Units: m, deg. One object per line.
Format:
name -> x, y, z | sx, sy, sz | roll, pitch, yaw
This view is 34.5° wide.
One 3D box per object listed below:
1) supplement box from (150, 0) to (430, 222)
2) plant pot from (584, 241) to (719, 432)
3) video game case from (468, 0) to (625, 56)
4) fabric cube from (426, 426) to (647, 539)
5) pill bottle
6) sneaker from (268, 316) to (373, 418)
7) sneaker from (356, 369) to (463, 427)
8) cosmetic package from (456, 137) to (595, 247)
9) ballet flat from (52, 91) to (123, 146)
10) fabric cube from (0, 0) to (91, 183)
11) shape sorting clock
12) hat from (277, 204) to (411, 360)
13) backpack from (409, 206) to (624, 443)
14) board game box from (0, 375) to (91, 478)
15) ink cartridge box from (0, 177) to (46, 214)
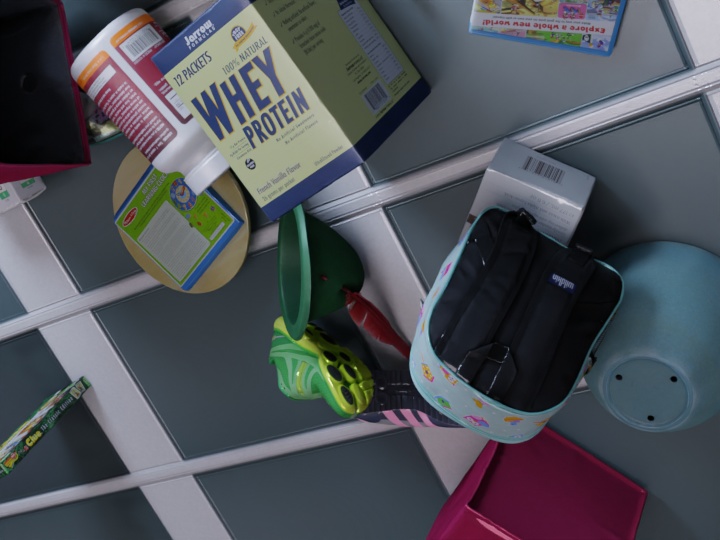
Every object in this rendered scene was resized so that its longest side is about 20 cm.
supplement box -> -0.063, -0.198, 1.172 | 0.134, 0.200, 0.200 | -29, 102, 34
plant pot -> 0.311, 0.090, 1.207 | 0.198, 0.135, 0.202 | 12, 123, 18
video game case -> 0.188, -0.306, 1.079 | 0.142, 0.018, 0.202 | 10, 123, 1
fabric cube -> 0.189, 0.328, 1.357 | 0.195, 0.200, 0.200 | 33, 127, 5
pill bottle -> -0.221, -0.186, 1.310 | 0.200, 0.113, 0.113 | 48, 127, -7
sneaker -> -0.049, 0.127, 1.390 | 0.200, 0.074, 0.084 | 40, 114, 52
sneaker -> 0.075, 0.159, 1.415 | 0.198, 0.071, 0.082 | 6, 163, 12
cosmetic package -> 0.161, -0.025, 1.243 | 0.112, 0.081, 0.201 | 23, 125, 9
ballet flat -> -0.364, -0.183, 1.406 | 0.198, 0.070, 0.071 | -7, 135, 32
fabric cube -> -0.446, -0.196, 1.286 | 0.197, 0.196, 0.202 | -8, 93, 18
shape sorting clock -> -0.221, -0.068, 1.426 | 0.198, 0.039, 0.202 | 10, 118, 20
hat -> 0.000, 0.000, 1.357 | 0.174, 0.167, 0.201 | -2, 144, -14
backpack -> 0.139, 0.065, 1.135 | 0.175, 0.201, 0.154 | 31, 143, -1
board game box -> -0.465, 0.229, 1.621 | 0.104, 0.200, 0.024 | -33, 103, 36
ink cartridge box -> -0.492, -0.165, 1.457 | 0.160, 0.050, 0.201 | -13, 110, 50
